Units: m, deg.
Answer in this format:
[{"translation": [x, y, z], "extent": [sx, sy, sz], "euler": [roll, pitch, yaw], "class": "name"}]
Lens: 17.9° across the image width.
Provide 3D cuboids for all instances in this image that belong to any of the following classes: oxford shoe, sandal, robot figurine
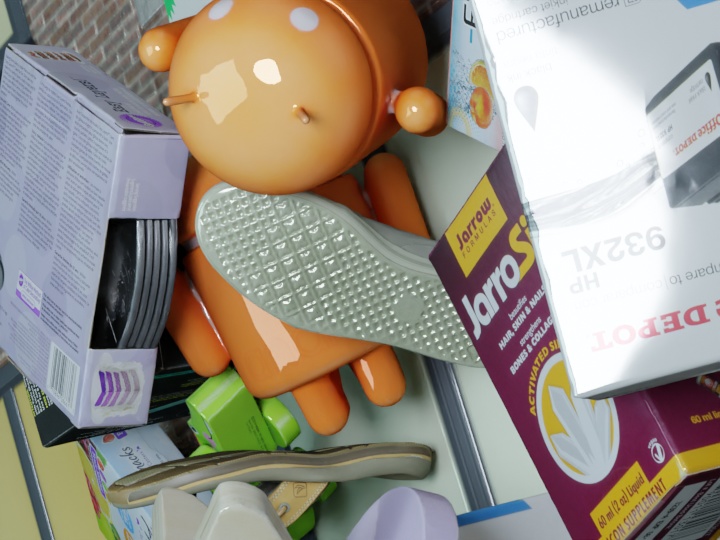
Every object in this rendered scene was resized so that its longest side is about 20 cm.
[{"translation": [0.000, 0.000, 1.277], "extent": [0.058, 0.199, 0.075], "euler": [-101, 33, -66], "class": "oxford shoe"}, {"translation": [-0.050, 0.134, 1.369], "extent": [0.080, 0.199, 0.054], "euler": [169, 98, -71], "class": "sandal"}, {"translation": [-0.031, -0.106, 1.237], "extent": [0.117, 0.200, 0.144], "euler": [-40, 90, 25], "class": "robot figurine"}, {"translation": [-0.040, -0.004, 1.360], "extent": [0.144, 0.117, 0.200], "euler": [-27, 91, 40], "class": "robot figurine"}]

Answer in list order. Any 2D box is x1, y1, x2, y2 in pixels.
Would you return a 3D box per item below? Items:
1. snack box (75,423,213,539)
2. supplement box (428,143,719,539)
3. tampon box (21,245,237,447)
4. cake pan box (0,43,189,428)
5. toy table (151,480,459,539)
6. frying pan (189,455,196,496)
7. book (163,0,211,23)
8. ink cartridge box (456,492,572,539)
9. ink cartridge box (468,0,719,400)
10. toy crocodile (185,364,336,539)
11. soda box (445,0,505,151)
[{"translation": [-0.136, 0.189, 1.633], "extent": [0.200, 0.053, 0.142], "euler": [46, 156, 41], "class": "snack box"}, {"translation": [0.128, 0.037, 1.160], "extent": [0.200, 0.085, 0.110], "euler": [64, 146, 25], "class": "supplement box"}, {"translation": [-0.125, 0.022, 1.504], "extent": [0.200, 0.150, 0.127], "euler": [-32, 72, 56], "class": "tampon box"}, {"translation": [-0.171, -0.024, 1.369], "extent": [0.200, 0.052, 0.185], "euler": [34, 120, 55], "class": "cake pan box"}, {"translation": [-0.044, 0.183, 1.138], "extent": [0.184, 0.117, 0.200], "euler": [-113, 40, -62], "class": "toy table"}, {"translation": [-0.109, 0.197, 1.418], "extent": [0.190, 0.031, 0.115], "euler": [-73, -10, -76], "class": "frying pan"}, {"translation": [-0.084, -0.239, 1.467], "extent": [0.200, 0.048, 0.134], "euler": [-47, 56, 55], "class": "book"}, {"translation": [0.062, 0.221, 1.264], "extent": [0.200, 0.147, 0.145], "euler": [-40, 65, 55], "class": "ink cartridge box"}, {"translation": [0.144, -0.054, 1.038], "extent": [0.084, 0.145, 0.201], "euler": [12, -117, -78], "class": "ink cartridge box"}, {"translation": [-0.070, 0.125, 1.471], "extent": [0.062, 0.068, 0.200], "euler": [34, 163, 34], "class": "toy crocodile"}, {"translation": [0.092, -0.164, 1.173], "extent": [0.064, 0.068, 0.201], "euler": [34, 127, 53], "class": "soda box"}]
